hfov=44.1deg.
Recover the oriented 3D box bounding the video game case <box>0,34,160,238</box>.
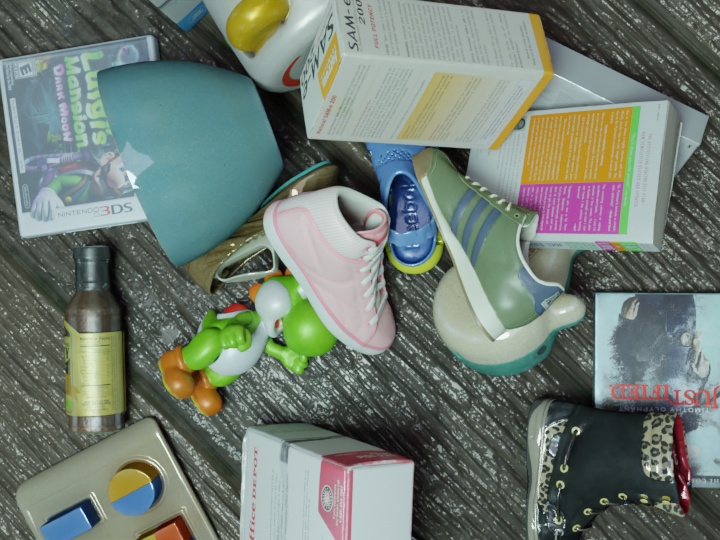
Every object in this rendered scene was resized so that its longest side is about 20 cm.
[{"bbox_3d":[-0.301,-0.147,0.983,0.181,0.023,0.201,-8,90,6],"label":"video game case"}]

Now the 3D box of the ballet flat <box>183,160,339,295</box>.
[{"bbox_3d":[-0.095,-0.036,0.936,0.200,0.068,0.073,-30,73,7],"label":"ballet flat"}]

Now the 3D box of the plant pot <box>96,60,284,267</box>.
[{"bbox_3d":[-0.153,-0.120,0.868,0.134,0.200,0.201,-21,88,-4],"label":"plant pot"}]

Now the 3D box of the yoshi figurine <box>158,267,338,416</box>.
[{"bbox_3d":[-0.102,0.078,0.929,0.200,0.112,0.112,-37,103,3],"label":"yoshi figurine"}]

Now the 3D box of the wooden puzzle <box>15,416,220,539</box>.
[{"bbox_3d":[-0.264,0.288,0.971,0.185,0.046,0.201,-28,88,6],"label":"wooden puzzle"}]

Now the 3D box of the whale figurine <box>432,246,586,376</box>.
[{"bbox_3d":[0.167,0.021,0.905,0.200,0.104,0.159,-47,47,-15],"label":"whale figurine"}]

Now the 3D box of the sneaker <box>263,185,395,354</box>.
[{"bbox_3d":[0.000,0.000,0.880,0.104,0.075,0.200,-20,119,32],"label":"sneaker"}]

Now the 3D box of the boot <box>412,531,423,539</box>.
[{"bbox_3d":[0.053,0.328,0.877,0.200,0.168,0.077,29,94,6],"label":"boot"}]

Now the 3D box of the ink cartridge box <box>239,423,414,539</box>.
[{"bbox_3d":[-0.039,0.239,0.871,0.085,0.200,0.146,2,91,-35],"label":"ink cartridge box"}]

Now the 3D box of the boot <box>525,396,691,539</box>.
[{"bbox_3d":[0.245,0.227,0.880,0.150,0.073,0.201,-5,83,33],"label":"boot"}]

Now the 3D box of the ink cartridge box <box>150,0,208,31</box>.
[{"bbox_3d":[-0.181,-0.321,0.880,0.116,0.200,0.067,-43,87,5],"label":"ink cartridge box"}]

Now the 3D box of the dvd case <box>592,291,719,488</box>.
[{"bbox_3d":[0.314,0.122,0.921,0.145,0.022,0.201,1,92,6],"label":"dvd case"}]

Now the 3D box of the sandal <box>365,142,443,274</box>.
[{"bbox_3d":[0.047,-0.097,0.916,0.079,0.087,0.201,-12,87,8],"label":"sandal"}]

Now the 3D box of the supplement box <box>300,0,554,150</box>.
[{"bbox_3d":[0.056,-0.178,0.815,0.199,0.126,0.074,1,64,-19],"label":"supplement box"}]

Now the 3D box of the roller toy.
[{"bbox_3d":[-0.050,-0.268,0.872,0.182,0.200,0.140,-32,88,-1],"label":"roller toy"}]

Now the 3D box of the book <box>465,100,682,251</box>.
[{"bbox_3d":[0.193,-0.087,0.851,0.199,0.048,0.134,4,76,36],"label":"book"}]

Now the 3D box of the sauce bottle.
[{"bbox_3d":[-0.288,0.074,0.965,0.064,0.065,0.201,-1,89,6],"label":"sauce bottle"}]

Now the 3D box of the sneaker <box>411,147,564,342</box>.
[{"bbox_3d":[0.123,-0.040,0.833,0.090,0.067,0.201,-26,68,15],"label":"sneaker"}]

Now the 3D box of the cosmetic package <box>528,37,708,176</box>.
[{"bbox_3d":[0.235,-0.160,0.893,0.199,0.083,0.051,28,57,5],"label":"cosmetic package"}]
